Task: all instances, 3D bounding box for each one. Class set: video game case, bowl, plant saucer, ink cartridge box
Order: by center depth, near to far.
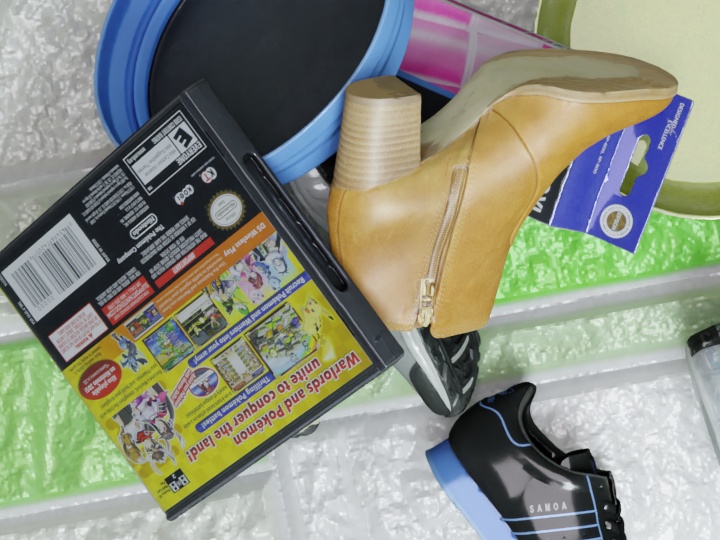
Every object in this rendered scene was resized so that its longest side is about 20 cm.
[{"bbox_3d":[-0.095,0.021,1.395,0.200,0.025,0.181,-36,90,39],"label":"video game case"},{"bbox_3d":[-0.058,-0.132,1.423,0.199,0.039,0.202,-17,56,27],"label":"bowl"},{"bbox_3d":[0.080,-0.090,1.444,0.199,0.037,0.095,24,102,13],"label":"ink cartridge box"},{"bbox_3d":[0.198,-0.130,1.458,0.198,0.031,0.202,0,91,4],"label":"plant saucer"}]

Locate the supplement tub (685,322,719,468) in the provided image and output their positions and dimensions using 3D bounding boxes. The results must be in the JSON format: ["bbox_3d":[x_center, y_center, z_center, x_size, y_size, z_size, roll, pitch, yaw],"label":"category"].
[{"bbox_3d":[0.289,0.063,1.408,0.199,0.123,0.123,-18,89,5],"label":"supplement tub"}]

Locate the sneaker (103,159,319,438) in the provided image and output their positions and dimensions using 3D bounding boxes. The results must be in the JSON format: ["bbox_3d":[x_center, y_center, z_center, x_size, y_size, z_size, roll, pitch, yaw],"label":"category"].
[{"bbox_3d":[-0.085,0.007,1.464,0.200,0.070,0.093,43,100,6],"label":"sneaker"}]

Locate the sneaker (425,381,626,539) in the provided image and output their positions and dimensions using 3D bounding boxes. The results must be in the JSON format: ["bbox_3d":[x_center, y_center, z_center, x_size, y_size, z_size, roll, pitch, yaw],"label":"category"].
[{"bbox_3d":[0.125,0.156,1.450,0.078,0.070,0.200,-40,87,9],"label":"sneaker"}]

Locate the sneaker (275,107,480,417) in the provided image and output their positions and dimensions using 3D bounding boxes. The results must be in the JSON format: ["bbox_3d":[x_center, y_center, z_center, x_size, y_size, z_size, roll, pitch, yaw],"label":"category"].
[{"bbox_3d":[0.000,0.000,1.459,0.079,0.074,0.201,-29,101,31],"label":"sneaker"}]

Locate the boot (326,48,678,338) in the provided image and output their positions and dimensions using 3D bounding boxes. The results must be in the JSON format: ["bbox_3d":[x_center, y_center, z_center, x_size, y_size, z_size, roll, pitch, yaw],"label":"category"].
[{"bbox_3d":[0.075,-0.039,1.386,0.200,0.071,0.145,-8,116,-18],"label":"boot"}]
